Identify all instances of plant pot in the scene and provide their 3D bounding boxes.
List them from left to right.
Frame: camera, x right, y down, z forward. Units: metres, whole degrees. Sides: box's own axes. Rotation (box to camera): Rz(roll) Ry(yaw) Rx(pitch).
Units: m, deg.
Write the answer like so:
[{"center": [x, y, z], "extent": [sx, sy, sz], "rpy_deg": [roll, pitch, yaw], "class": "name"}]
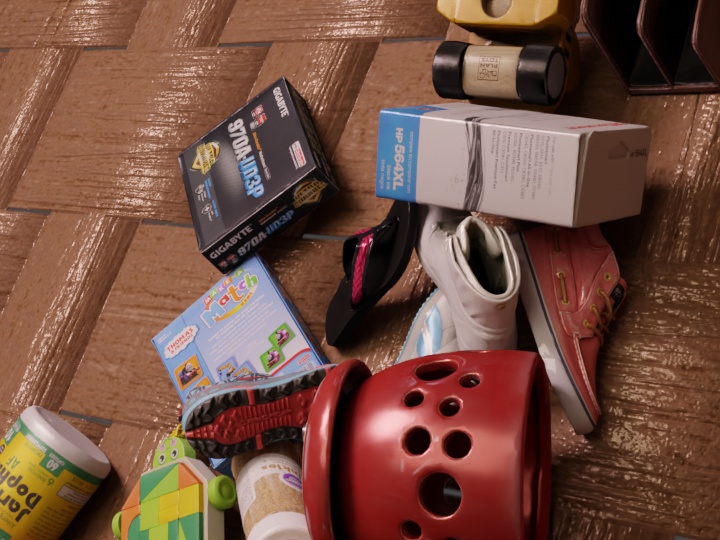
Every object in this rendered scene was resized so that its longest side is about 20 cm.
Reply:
[{"center": [0.058, 0.165, 1.148], "extent": [0.182, 0.200, 0.201], "rpy_deg": [-1, 61, 16], "class": "plant pot"}]

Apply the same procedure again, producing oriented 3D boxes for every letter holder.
[{"center": [0.295, -0.289, 1.332], "extent": [0.100, 0.142, 0.200], "rpy_deg": [3, 64, 36], "class": "letter holder"}]

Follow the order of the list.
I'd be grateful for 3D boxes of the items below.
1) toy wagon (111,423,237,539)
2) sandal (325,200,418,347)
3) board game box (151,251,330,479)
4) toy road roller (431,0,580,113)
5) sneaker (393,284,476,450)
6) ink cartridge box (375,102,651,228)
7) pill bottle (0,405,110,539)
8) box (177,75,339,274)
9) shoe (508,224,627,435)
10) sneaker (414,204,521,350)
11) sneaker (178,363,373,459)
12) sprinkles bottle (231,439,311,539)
[{"center": [-0.185, 0.244, 1.377], "extent": [0.155, 0.040, 0.200], "rpy_deg": [-24, 58, 35], "class": "toy wagon"}, {"center": [0.000, 0.000, 1.359], "extent": [0.200, 0.045, 0.075], "rpy_deg": [-56, 26, 37], "class": "sandal"}, {"center": [-0.122, 0.094, 1.458], "extent": [0.151, 0.037, 0.200], "rpy_deg": [-40, 48, 7], "class": "board game box"}, {"center": [0.156, -0.242, 1.374], "extent": [0.123, 0.146, 0.200], "rpy_deg": [7, 92, 27], "class": "toy road roller"}, {"center": [0.076, 0.092, 1.303], "extent": [0.081, 0.077, 0.200], "rpy_deg": [20, 69, 17], "class": "sneaker"}, {"center": [0.135, -0.097, 1.249], "extent": [0.200, 0.146, 0.084], "rpy_deg": [12, 104, 33], "class": "ink cartridge box"}, {"center": [-0.364, 0.251, 1.478], "extent": [0.200, 0.113, 0.113], "rpy_deg": [-52, 47, -4], "class": "pill bottle"}, {"center": [-0.117, -0.107, 1.553], "extent": [0.159, 0.046, 0.200], "rpy_deg": [-35, 37, 12], "class": "box"}, {"center": [0.196, 0.041, 1.242], "extent": [0.091, 0.071, 0.200], "rpy_deg": [-20, 61, 8], "class": "shoe"}, {"center": [0.098, -0.023, 1.260], "extent": [0.074, 0.116, 0.200], "rpy_deg": [-13, 51, -11], "class": "sneaker"}, {"center": [-0.074, 0.119, 1.337], "extent": [0.096, 0.200, 0.079], "rpy_deg": [-140, 49, -67], "class": "sneaker"}, {"center": [-0.076, 0.215, 1.272], "extent": [0.068, 0.068, 0.200], "rpy_deg": [-43, 19, 5], "class": "sprinkles bottle"}]
